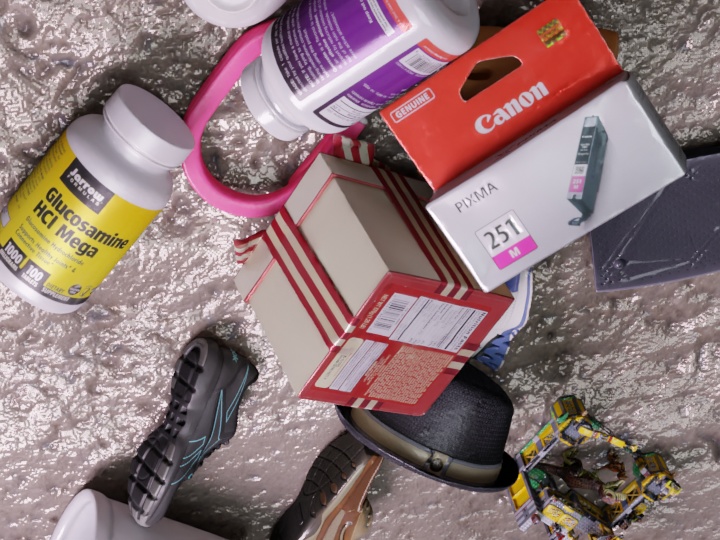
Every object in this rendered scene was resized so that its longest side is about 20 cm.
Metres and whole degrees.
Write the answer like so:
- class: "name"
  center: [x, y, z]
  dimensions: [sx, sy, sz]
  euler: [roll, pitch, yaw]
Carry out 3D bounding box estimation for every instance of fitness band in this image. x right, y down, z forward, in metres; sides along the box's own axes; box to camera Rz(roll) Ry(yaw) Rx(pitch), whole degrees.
- class: "fitness band"
  center: [-0.080, -0.139, 1.406]
  dimensions: [0.143, 0.037, 0.200]
  euler: [31, 110, -23]

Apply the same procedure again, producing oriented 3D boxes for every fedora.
- class: "fedora"
  center: [0.078, 0.136, 1.514]
  dimensions: [0.200, 0.201, 0.092]
  euler: [20, 105, -19]

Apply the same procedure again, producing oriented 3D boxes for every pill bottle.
- class: "pill bottle"
  center: [-0.005, -0.191, 1.291]
  dimensions: [0.200, 0.113, 0.112]
  euler: [-29, 122, 30]
- class: "pill bottle"
  center: [-0.242, -0.066, 1.379]
  dimensions: [0.112, 0.113, 0.200]
  euler: [33, 110, -24]

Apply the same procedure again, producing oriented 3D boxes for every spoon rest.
- class: "spoon rest"
  center: [-0.066, -0.271, 1.328]
  dimensions: [0.199, 0.061, 0.100]
  euler: [-13, 121, 15]

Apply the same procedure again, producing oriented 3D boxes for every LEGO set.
- class: "LEGO set"
  center: [0.251, 0.243, 1.631]
  dimensions: [0.154, 0.116, 0.200]
  euler: [-40, 118, 15]

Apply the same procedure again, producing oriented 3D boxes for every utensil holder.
- class: "utensil holder"
  center: [-0.219, 0.337, 1.589]
  dimensions: [0.199, 0.170, 0.170]
  euler: [21, 115, -22]

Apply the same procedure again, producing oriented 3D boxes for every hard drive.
- class: "hard drive"
  center: [0.320, -0.057, 1.510]
  dimensions: [0.199, 0.042, 0.135]
  euler: [-12, 121, -1]

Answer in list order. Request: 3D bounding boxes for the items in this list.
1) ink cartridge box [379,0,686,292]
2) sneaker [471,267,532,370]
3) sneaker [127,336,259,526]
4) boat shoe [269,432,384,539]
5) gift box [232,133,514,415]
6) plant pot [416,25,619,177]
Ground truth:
- class: "ink cartridge box"
  center: [0.137, -0.104, 1.248]
  dimensions: [0.200, 0.044, 0.174]
  euler: [-32, 102, 22]
- class: "sneaker"
  center: [0.099, 0.028, 1.484]
  dimensions: [0.115, 0.081, 0.200]
  euler: [8, 145, -5]
- class: "sneaker"
  center: [-0.166, 0.169, 1.532]
  dimensions: [0.079, 0.075, 0.201]
  euler: [22, 95, -36]
- class: "boat shoe"
  center: [-0.025, 0.252, 1.628]
  dimensions: [0.074, 0.076, 0.200]
  euler: [19, 124, -24]
- class: "gift box"
  center: [0.000, 0.000, 1.401]
  dimensions: [0.199, 0.187, 0.185]
  euler: [19, 120, -41]
- class: "plant pot"
  center: [0.135, -0.135, 1.364]
  dimensions: [0.139, 0.200, 0.201]
  euler: [17, 118, 1]
